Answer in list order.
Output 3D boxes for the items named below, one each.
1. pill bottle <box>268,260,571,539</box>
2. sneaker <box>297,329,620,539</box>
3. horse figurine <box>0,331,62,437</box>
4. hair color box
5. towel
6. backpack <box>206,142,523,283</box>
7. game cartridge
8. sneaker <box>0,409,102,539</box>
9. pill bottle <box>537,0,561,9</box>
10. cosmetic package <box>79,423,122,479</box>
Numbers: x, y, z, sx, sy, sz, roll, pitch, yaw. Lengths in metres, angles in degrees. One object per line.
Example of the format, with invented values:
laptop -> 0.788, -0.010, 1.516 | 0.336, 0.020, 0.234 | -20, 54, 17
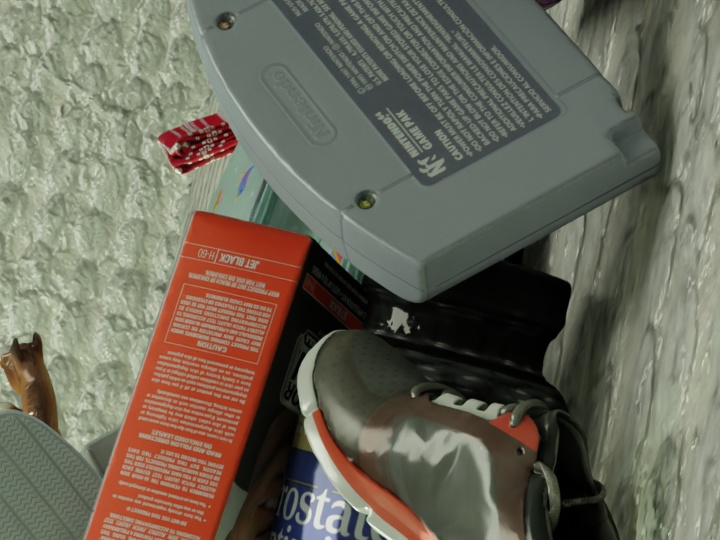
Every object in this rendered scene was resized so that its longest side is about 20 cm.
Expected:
pill bottle -> 0.023, 0.092, 1.204 | 0.112, 0.112, 0.200 | 171, 113, -81
sneaker -> 0.051, 0.075, 1.073 | 0.082, 0.077, 0.200 | -57, 48, 20
horse figurine -> -0.166, 0.134, 1.380 | 0.132, 0.050, 0.201 | 169, 106, -65
hair color box -> -0.059, 0.087, 1.232 | 0.102, 0.061, 0.200 | 42, -116, -64
towel -> -0.024, -0.110, 1.710 | 0.145, 0.200, 0.023 | -136, 22, -80
backpack -> 0.000, 0.000, 1.409 | 0.176, 0.153, 0.200 | 118, 157, -43
game cartridge -> 0.014, -0.077, 1.203 | 0.200, 0.133, 0.041 | 53, 160, 35
sneaker -> -0.130, 0.152, 1.290 | 0.073, 0.200, 0.071 | -33, 15, -27
pill bottle -> 0.076, -0.178, 1.312 | 0.200, 0.112, 0.113 | 163, 121, -81
cosmetic package -> -0.050, 0.149, 1.336 | 0.090, 0.200, 0.107 | -31, -4, -13
